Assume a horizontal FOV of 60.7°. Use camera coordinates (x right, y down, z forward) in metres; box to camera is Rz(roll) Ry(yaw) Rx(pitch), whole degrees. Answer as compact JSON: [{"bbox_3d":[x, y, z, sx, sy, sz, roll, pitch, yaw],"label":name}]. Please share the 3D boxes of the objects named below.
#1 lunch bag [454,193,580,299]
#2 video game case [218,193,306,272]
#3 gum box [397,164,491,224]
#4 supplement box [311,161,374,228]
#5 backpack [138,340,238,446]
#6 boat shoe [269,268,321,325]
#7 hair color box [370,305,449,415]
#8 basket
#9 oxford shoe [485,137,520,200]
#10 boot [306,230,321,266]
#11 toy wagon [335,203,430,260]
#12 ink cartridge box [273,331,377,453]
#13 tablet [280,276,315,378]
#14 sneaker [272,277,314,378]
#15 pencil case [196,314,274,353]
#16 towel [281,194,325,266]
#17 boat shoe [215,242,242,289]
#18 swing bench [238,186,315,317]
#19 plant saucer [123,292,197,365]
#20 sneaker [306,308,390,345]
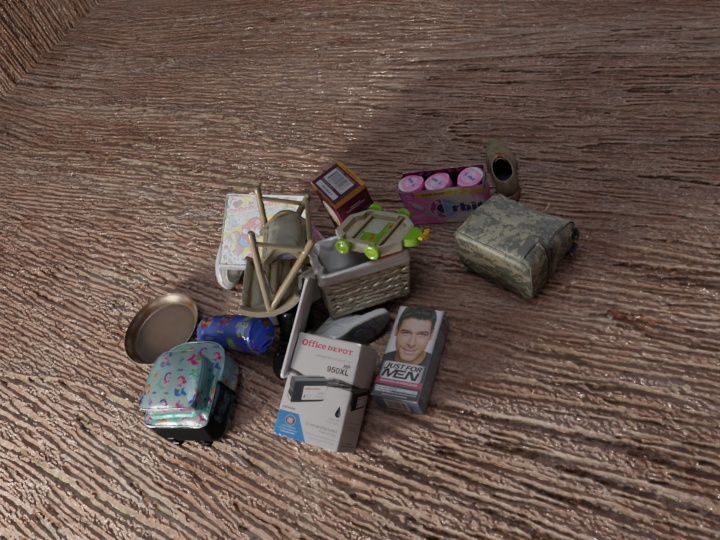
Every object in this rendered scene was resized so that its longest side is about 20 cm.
[{"bbox_3d":[0.318,-0.062,1.249,0.199,0.140,0.168,29,70,36],"label":"lunch bag"},{"bbox_3d":[-0.225,-0.089,1.436,0.199,0.023,0.183,2,77,6],"label":"video game case"},{"bbox_3d":[0.190,-0.170,1.402,0.199,0.114,0.066,-3,53,20],"label":"gum box"},{"bbox_3d":[-0.020,-0.133,1.401,0.085,0.200,0.110,-37,49,-7],"label":"supplement box"},{"bbox_3d":[-0.355,0.244,1.292,0.176,0.151,0.201,-5,48,20],"label":"backpack"},{"bbox_3d":[-0.150,0.051,1.407,0.200,0.072,0.069,-37,28,0],"label":"boat shoe"},{"bbox_3d":[0.101,0.173,1.209,0.098,0.061,0.201,5,56,26],"label":"hair color box"},{"bbox_3d":[0.000,0.000,1.308,0.199,0.124,0.136,-18,37,-10],"label":"basket"},{"bbox_3d":[0.331,-0.252,1.433,0.070,0.075,0.201,-17,49,11],"label":"oxford shoe"},{"bbox_3d":[-0.167,-0.102,1.528,0.199,0.064,0.187,6,70,30],"label":"boot"},{"bbox_3d":[0.048,-0.075,1.260,0.199,0.040,0.155,13,41,28],"label":"toy wagon"},{"bbox_3d":[-0.065,0.230,1.178,0.144,0.084,0.201,8,77,26],"label":"ink cartridge box"},{"bbox_3d":[-0.122,0.114,1.241,0.014,0.130,0.201,14,87,3],"label":"tablet"},{"bbox_3d":[-0.153,0.122,1.323,0.060,0.104,0.201,7,57,26],"label":"sneaker"},{"bbox_3d":[-0.274,0.141,1.347,0.199,0.087,0.078,-4,26,41],"label":"pencil case"},{"bbox_3d":[-0.180,-0.077,1.478,0.144,0.023,0.200,-44,58,3],"label":"towel"},{"bbox_3d":[-0.288,-0.050,1.486,0.086,0.074,0.203,14,90,43],"label":"boat shoe"},{"bbox_3d":[-0.175,-0.036,1.276,0.129,0.201,0.199,7,34,-11],"label":"swing bench"},{"bbox_3d":[-0.476,0.145,1.487,0.199,0.032,0.201,-11,50,14],"label":"plant saucer"},{"bbox_3d":[-0.033,0.122,1.299,0.199,0.075,0.087,-23,44,3],"label":"sneaker"}]
